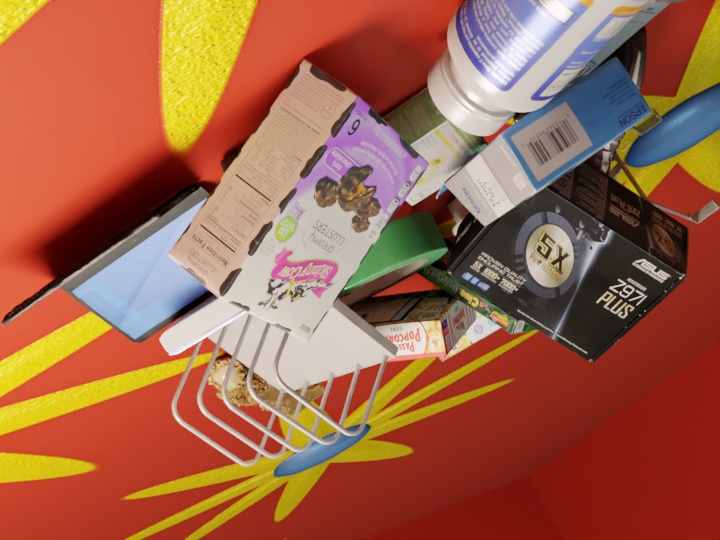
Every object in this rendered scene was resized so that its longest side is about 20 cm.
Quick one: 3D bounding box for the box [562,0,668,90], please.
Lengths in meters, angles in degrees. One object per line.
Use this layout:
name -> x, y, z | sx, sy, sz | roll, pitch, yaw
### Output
box -> 0.192, -0.223, 1.224 | 0.155, 0.041, 0.200 | -7, 154, -50

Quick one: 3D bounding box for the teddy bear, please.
teddy bear -> -0.123, 0.131, 1.714 | 0.145, 0.067, 0.199 | -46, 150, 22

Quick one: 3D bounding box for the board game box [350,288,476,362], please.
board game box -> 0.023, 0.067, 1.556 | 0.198, 0.047, 0.151 | -7, -168, 21

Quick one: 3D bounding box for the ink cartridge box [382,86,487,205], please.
ink cartridge box -> 0.024, -0.099, 1.308 | 0.199, 0.048, 0.145 | -33, 161, 10

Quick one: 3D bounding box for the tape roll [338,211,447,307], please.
tape roll -> 0.000, 0.000, 1.478 | 0.199, 0.049, 0.200 | -26, 174, -3

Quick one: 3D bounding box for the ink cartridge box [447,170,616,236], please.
ink cartridge box -> 0.212, -0.061, 1.551 | 0.199, 0.126, 0.128 | -7, 153, -48

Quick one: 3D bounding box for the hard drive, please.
hard drive -> -0.122, 0.023, 1.337 | 0.131, 0.026, 0.200 | -31, -175, 10

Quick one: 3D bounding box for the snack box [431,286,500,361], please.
snack box -> 0.157, 0.034, 1.714 | 0.142, 0.053, 0.200 | -33, -170, 14

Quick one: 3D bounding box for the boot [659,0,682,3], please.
boot -> 0.302, -0.320, 1.054 | 0.199, 0.073, 0.151 | -38, 156, 1

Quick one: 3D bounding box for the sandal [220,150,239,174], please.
sandal -> -0.076, -0.053, 1.234 | 0.043, 0.077, 0.200 | -28, 160, 2

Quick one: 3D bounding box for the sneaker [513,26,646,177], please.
sneaker -> 0.220, -0.170, 1.366 | 0.114, 0.076, 0.202 | 14, 123, -1

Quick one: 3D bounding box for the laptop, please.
laptop -> -0.194, 0.012, 1.190 | 0.176, 0.104, 0.200 | -33, -172, 15

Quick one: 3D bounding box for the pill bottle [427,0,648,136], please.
pill bottle -> 0.141, -0.204, 1.089 | 0.111, 0.113, 0.200 | -11, 156, -41

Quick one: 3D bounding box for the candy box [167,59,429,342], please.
candy box -> -0.048, -0.053, 1.138 | 0.201, 0.071, 0.168 | -55, 152, 1

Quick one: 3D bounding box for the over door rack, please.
over door rack -> 0.315, -0.113, 1.522 | 0.199, 0.149, 0.067 | -4, 149, -50

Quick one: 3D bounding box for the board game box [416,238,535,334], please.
board game box -> 0.138, 0.015, 1.563 | 0.104, 0.199, 0.024 | -2, 118, -48

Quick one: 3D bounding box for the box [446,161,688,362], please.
box -> 0.220, -0.021, 1.397 | 0.164, 0.199, 0.087 | -49, -166, 40

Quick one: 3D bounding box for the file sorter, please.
file sorter -> -0.087, 0.117, 1.413 | 0.138, 0.125, 0.199 | 38, 142, -26

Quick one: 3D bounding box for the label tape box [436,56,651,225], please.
label tape box -> 0.166, -0.110, 1.243 | 0.143, 0.066, 0.200 | -34, 177, -18
